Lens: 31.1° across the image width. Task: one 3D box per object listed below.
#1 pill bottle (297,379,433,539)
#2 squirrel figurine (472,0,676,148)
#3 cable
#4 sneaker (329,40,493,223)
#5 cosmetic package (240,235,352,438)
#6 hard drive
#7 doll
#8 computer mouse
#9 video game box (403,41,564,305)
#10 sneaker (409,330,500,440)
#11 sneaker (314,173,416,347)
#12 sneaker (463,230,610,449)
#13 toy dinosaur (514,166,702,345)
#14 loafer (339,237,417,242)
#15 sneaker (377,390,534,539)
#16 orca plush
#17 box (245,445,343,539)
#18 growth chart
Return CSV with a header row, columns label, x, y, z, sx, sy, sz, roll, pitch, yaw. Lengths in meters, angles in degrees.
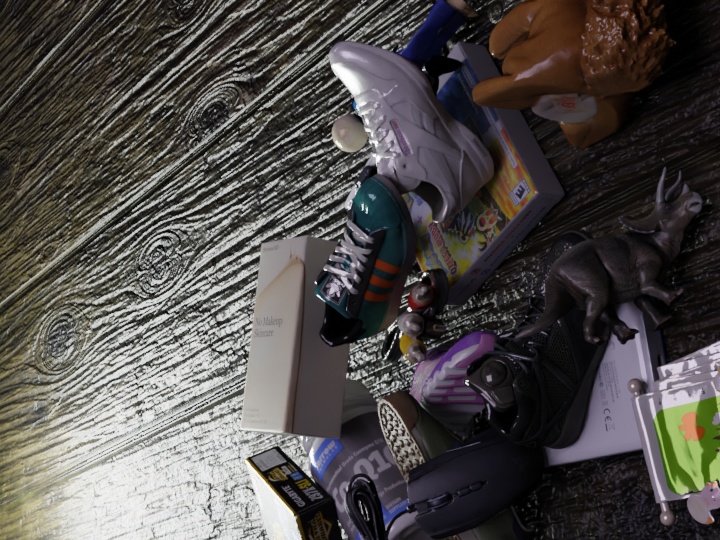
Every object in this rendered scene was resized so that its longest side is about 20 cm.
label,x,y,z,sx,sy,sz,roll,pitch,yaw
pill bottle,0.013,0.219,1.377,0.201,0.113,0.115,53,128,38
squirrel figurine,0.201,-0.238,1.148,0.199,0.140,0.190,-27,53,60
cable,0.046,0.049,1.341,0.200,0.050,0.099,162,116,-74
sneaker,0.038,-0.131,1.222,0.100,0.200,0.075,-51,13,-20
cosmetic package,-0.064,0.072,1.361,0.103,0.072,0.204,-9,74,57
hard drive,0.203,0.110,1.208,0.199,0.025,0.134,-22,71,49
doll,0.043,-0.203,1.351,0.048,0.136,0.201,42,102,14
computer mouse,0.094,0.230,1.179,0.046,0.197,0.143,153,100,-74
video game box,0.103,-0.098,1.331,0.183,0.046,0.202,-53,50,40
sneaker,0.090,0.107,1.291,0.201,0.079,0.090,113,158,-54
sneaker,0.000,0.000,1.253,0.071,0.079,0.202,40,144,31
sneaker,0.160,0.063,1.156,0.076,0.113,0.203,24,105,47
toy dinosaur,0.214,0.008,1.116,0.198,0.077,0.103,-28,65,-1
loafer,0.010,-0.013,1.409,0.199,0.069,0.071,-29,75,58
sneaker,0.097,0.196,1.247,0.202,0.089,0.067,62,155,3
orca plush,0.056,-0.124,1.329,0.070,0.105,0.202,31,109,-1
box,-0.057,0.315,1.430,0.159,0.049,0.203,28,136,61
growth chart,0.308,0.118,1.062,0.199,0.018,0.147,-35,63,36
